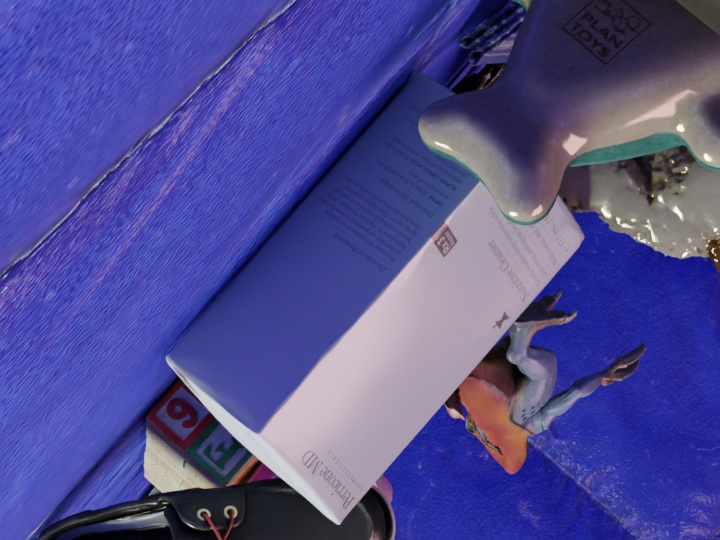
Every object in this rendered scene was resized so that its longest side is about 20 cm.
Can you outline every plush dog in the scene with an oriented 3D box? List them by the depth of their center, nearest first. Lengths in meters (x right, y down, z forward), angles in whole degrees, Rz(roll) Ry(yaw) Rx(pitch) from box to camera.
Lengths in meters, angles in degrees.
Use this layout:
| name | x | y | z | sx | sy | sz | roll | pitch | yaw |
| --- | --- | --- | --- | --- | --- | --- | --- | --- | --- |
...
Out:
| name | x | y | z | sx | sy | sz | roll | pitch | yaw |
| --- | --- | --- | --- | --- | --- | --- | --- | --- | --- |
| plush dog | 0.228 | -0.079 | 1.541 | 0.199 | 0.161 | 0.172 | -30 | -166 | 24 |

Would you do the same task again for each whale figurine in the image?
| name | x | y | z | sx | sy | sz | roll | pitch | yaw |
| --- | --- | --- | --- | --- | --- | --- | --- | --- | --- |
| whale figurine | 0.120 | -0.092 | 1.093 | 0.200 | 0.159 | 0.104 | -41 | 159 | -19 |

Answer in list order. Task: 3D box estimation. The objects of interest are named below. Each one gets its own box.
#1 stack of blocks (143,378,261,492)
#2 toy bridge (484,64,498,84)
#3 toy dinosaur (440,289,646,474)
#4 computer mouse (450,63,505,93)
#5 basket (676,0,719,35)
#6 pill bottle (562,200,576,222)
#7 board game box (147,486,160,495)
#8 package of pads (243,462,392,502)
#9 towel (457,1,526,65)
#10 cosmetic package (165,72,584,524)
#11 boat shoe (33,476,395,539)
| name | x | y | z | sx | sy | sz | roll | pitch | yaw |
| --- | --- | --- | --- | --- | --- | --- | --- | --- | --- |
| stack of blocks | -0.067 | 0.080 | 1.345 | 0.115 | 0.059 | 0.200 | -48 | 175 | -15 |
| toy bridge | 0.065 | -0.030 | 1.396 | 0.027 | 0.067 | 0.201 | 26 | -72 | 57 |
| toy dinosaur | 0.069 | 0.067 | 1.326 | 0.200 | 0.105 | 0.182 | -38 | 147 | -37 |
| computer mouse | 0.108 | -0.151 | 1.353 | 0.200 | 0.034 | 0.059 | -44 | -151 | -20 |
| basket | 0.197 | -0.154 | 0.985 | 0.136 | 0.200 | 0.181 | -43 | 160 | -37 |
| pill bottle | 0.038 | 0.017 | 1.478 | 0.200 | 0.114 | 0.114 | -49 | 175 | -11 |
| board game box | -0.090 | 0.125 | 1.593 | 0.200 | 0.039 | 0.158 | -52 | 175 | 18 |
| package of pads | -0.040 | 0.155 | 1.366 | 0.121 | 0.076 | 0.200 | -52 | 176 | -3 |
| towel | 0.156 | -0.174 | 1.210 | 0.200 | 0.024 | 0.144 | -38 | 164 | 34 |
| cosmetic package | 0.009 | 0.015 | 1.170 | 0.200 | 0.081 | 0.113 | -51 | 143 | -8 |
| boat shoe | -0.081 | 0.151 | 1.213 | 0.200 | 0.074 | 0.063 | -11 | 171 | 10 |
